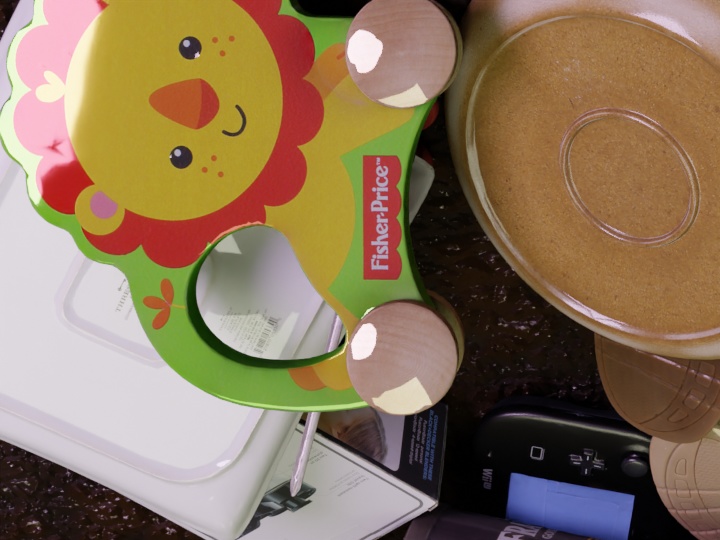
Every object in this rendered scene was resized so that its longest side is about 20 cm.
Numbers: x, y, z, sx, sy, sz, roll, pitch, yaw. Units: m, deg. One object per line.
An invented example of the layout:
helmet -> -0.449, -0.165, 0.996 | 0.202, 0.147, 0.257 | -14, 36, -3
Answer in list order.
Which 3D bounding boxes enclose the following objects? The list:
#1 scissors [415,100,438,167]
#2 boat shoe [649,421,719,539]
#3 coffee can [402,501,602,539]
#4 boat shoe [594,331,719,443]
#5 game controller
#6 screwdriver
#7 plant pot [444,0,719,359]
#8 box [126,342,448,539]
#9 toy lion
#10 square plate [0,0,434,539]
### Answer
scissors -> -0.061, -0.054, 1.325 | 0.199, 0.014, 0.073 | -4, 139, 10
boat shoe -> 0.205, 0.108, 1.446 | 0.072, 0.065, 0.200 | -10, 141, 38
coffee can -> 0.114, 0.203, 1.433 | 0.199, 0.147, 0.147 | 11, 139, 12
boat shoe -> 0.152, -0.013, 1.309 | 0.072, 0.072, 0.201 | 20, 132, 23
game controller -> 0.103, 0.135, 1.499 | 0.104, 0.042, 0.201 | 3, 137, 0
screwdriver -> 0.000, 0.000, 1.270 | 0.029, 0.201, 0.028 | 10, 179, 26
plant pot -> 0.116, -0.043, 1.240 | 0.199, 0.027, 0.201 | 20, 130, 25
box -> -0.069, 0.066, 1.413 | 0.200, 0.060, 0.117 | 31, 137, -27
toy lion -> -0.053, -0.042, 1.230 | 0.191, 0.069, 0.201 | 0, 96, 5
square plate -> -0.096, 0.002, 1.295 | 0.197, 0.028, 0.201 | 25, 104, -14
